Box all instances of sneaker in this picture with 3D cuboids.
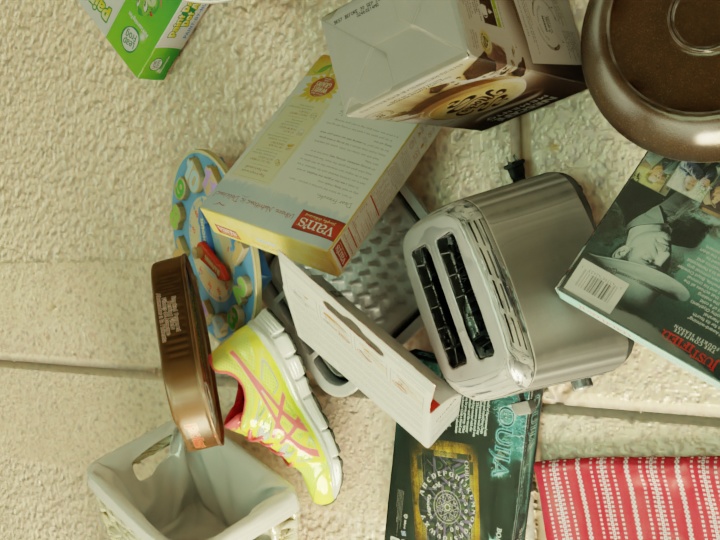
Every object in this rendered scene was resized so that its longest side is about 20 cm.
[{"bbox_3d":[-0.082,0.141,0.995,0.201,0.090,0.078,67,167,-12],"label":"sneaker"}]

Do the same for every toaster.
[{"bbox_3d":[0.119,0.008,0.826,0.113,0.128,0.202,-24,82,55],"label":"toaster"}]

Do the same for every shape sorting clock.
[{"bbox_3d":[-0.149,-0.021,1.047,0.199,0.039,0.202,22,117,52],"label":"shape sorting clock"}]

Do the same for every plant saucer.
[{"bbox_3d":[0.251,-0.179,0.750,0.199,0.032,0.202,-5,80,27],"label":"plant saucer"}]

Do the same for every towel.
[{"bbox_3d":[0.240,0.223,0.848,0.199,0.022,0.146,-9,90,36],"label":"towel"}]

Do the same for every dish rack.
[{"bbox_3d":[0.000,0.000,0.976,0.200,0.043,0.172,-46,70,31],"label":"dish rack"}]

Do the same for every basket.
[{"bbox_3d":[-0.161,0.253,1.038,0.199,0.135,0.124,25,131,45],"label":"basket"}]

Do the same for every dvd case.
[{"bbox_3d":[0.253,-0.031,0.746,0.145,0.022,0.201,31,81,28],"label":"dvd case"}]

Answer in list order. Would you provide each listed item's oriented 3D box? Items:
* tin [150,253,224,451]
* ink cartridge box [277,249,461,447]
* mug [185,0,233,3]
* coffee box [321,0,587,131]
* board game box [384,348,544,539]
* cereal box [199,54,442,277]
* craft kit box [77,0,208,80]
[{"bbox_3d":[-0.161,0.075,0.975,0.042,0.112,0.201,-16,49,-1],"label":"tin"},{"bbox_3d":[0.011,0.056,0.846,0.160,0.200,0.047,40,74,16],"label":"ink cartridge box"},{"bbox_3d":[-0.127,-0.356,0.959,0.133,0.177,0.201,-34,52,37],"label":"mug"},{"bbox_3d":[0.080,-0.166,0.801,0.112,0.199,0.081,-20,82,36],"label":"coffee box"},{"bbox_3d":[0.090,0.183,0.944,0.134,0.028,0.202,13,103,33],"label":"board game box"},{"bbox_3d":[-0.027,-0.098,0.907,0.143,0.040,0.201,19,62,32],"label":"cereal box"},{"bbox_3d":[-0.226,-0.340,1.093,0.200,0.048,0.198,50,123,20],"label":"craft kit box"}]
